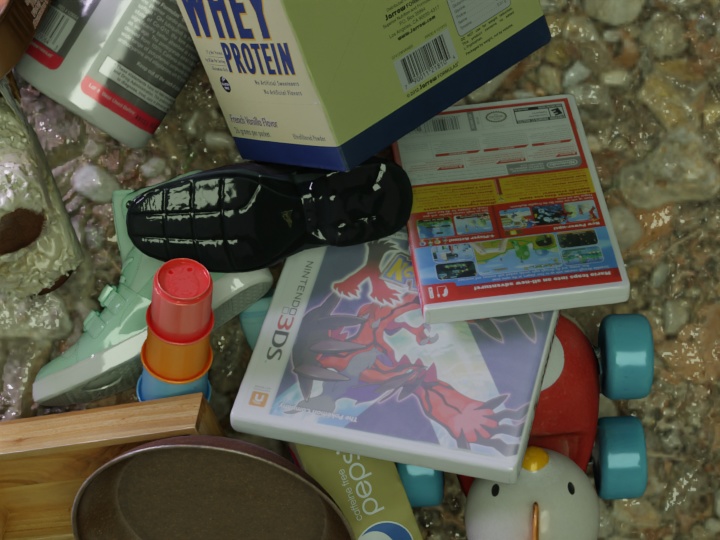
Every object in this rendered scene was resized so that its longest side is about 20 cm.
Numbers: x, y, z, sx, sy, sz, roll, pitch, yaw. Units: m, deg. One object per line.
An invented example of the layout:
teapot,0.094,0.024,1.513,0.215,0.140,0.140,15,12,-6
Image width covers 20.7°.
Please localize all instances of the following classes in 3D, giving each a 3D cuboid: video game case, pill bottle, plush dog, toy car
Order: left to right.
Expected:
plush dog,-0.300,-0.050,1.358,0.170,0.200,0.162,-20,79,-3
pill bottle,-0.148,-0.196,1.388,0.110,0.111,0.201,32,91,-5
video game case,0.030,0.047,1.348,0.198,0.023,0.183,10,55,13
video game case,0.100,-0.047,1.391,0.141,0.201,0.018,-6,136,-3
toy car,0.117,0.139,1.365,0.182,0.201,0.178,-2,122,0

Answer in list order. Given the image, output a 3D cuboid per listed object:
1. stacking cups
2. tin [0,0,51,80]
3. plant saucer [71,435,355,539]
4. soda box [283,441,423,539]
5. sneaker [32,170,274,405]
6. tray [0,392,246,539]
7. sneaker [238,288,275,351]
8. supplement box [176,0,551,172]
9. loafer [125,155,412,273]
stacking cups,-0.127,0.075,1.370,0.060,0.201,0.061,5,50,-6
tin,-0.264,-0.178,1.350,0.111,0.201,0.042,-11,130,24
plant saucer,-0.098,0.174,1.354,0.198,0.037,0.202,4,135,4
soda box,-0.003,0.164,1.403,0.064,0.068,0.202,-22,107,-10
sneaker,-0.169,0.010,1.429,0.199,0.074,0.119,-33,74,11
tray,-0.186,0.142,1.389,0.198,0.037,0.099,-10,132,17
sneaker,0.000,0.000,1.430,0.199,0.074,0.082,-31,99,-2
supplement box,-0.009,-0.204,1.327,0.199,0.134,0.201,-34,114,-28
loafer,-0.066,-0.043,1.372,0.198,0.072,0.074,-4,105,-12
